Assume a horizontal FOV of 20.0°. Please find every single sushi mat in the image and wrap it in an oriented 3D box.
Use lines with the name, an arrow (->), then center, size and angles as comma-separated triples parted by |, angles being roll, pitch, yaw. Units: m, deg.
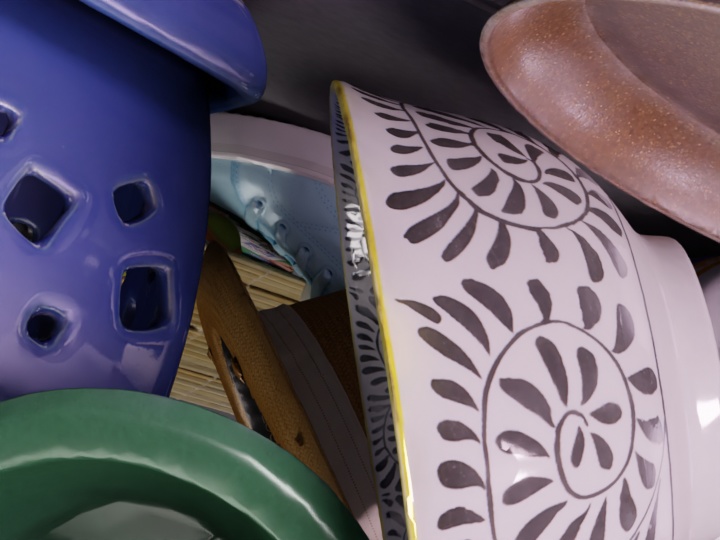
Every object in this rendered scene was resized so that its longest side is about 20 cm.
sushi mat -> -0.050, 0.032, 0.917 | 0.200, 0.096, 0.012 | 22, -143, -54

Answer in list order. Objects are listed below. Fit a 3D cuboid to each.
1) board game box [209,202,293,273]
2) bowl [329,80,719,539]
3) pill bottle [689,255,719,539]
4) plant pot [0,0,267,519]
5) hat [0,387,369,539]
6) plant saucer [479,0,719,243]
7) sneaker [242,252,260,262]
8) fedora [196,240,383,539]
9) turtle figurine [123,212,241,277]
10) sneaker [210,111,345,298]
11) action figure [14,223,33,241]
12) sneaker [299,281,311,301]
board game box -> -0.105, -0.058, 0.938 | 0.199, 0.029, 0.135 | 26, 170, -8
bowl -> 0.050, 0.039, 0.583 | 0.094, 0.202, 0.201 | -9, 170, -2
pill bottle -> 0.129, 0.049, 0.694 | 0.112, 0.113, 0.200 | 26, 170, -14
plant pot -> -0.154, -0.041, 0.691 | 0.199, 0.181, 0.200 | 27, 170, -21
hat -> -0.065, 0.097, 0.638 | 0.165, 0.201, 0.176 | 8, -160, 1
plant saucer -> 0.126, -0.031, 0.503 | 0.199, 0.032, 0.200 | 24, 170, 4
sneaker -> -0.072, 0.000, 1.055 | 0.199, 0.080, 0.078 | 29, 130, 9
fedora -> 0.007, 0.070, 0.764 | 0.201, 0.081, 0.201 | 156, 90, -81
turtle figurine -> -0.110, 0.017, 0.931 | 0.199, 0.161, 0.065 | 13, -135, -48
sneaker -> 0.000, 0.000, 0.832 | 0.199, 0.082, 0.074 | 23, 170, 7
action figure -> -0.191, -0.028, 0.940 | 0.130, 0.070, 0.200 | 32, 173, 15
sneaker -> 0.074, 0.045, 0.901 | 0.199, 0.077, 0.111 | 26, 177, -36
